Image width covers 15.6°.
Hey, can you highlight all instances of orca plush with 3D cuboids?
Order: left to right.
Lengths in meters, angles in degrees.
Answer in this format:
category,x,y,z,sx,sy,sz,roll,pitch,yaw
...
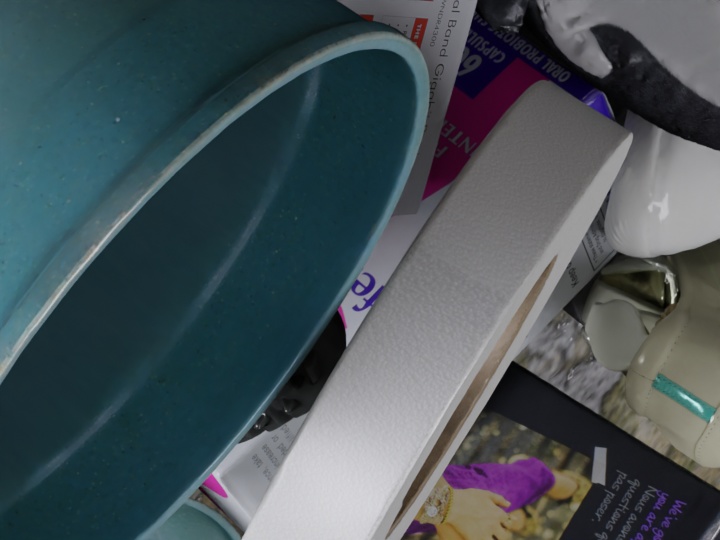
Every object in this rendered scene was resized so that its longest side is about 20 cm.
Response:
category,x,y,z,sx,sy,sz,roll,pitch,yaw
orca plush,0.100,-0.103,0.958,0.105,0.199,0.071,-57,179,-13

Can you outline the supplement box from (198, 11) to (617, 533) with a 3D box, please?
category,x,y,z,sx,sy,sz,roll,pitch,yaw
supplement box,0.000,0.000,0.997,0.200,0.101,0.103,-46,149,-9

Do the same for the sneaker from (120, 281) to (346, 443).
category,x,y,z,sx,sy,sz,roll,pitch,yaw
sneaker,-0.075,0.010,0.857,0.066,0.199,0.091,47,53,-29

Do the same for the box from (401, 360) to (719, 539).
category,x,y,z,sx,sy,sz,roll,pitch,yaw
box,0.053,0.106,1.073,0.106,0.200,0.122,-50,151,-14

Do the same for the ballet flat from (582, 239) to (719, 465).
category,x,y,z,sx,sy,sz,roll,pitch,yaw
ballet flat,0.120,0.022,1.041,0.070,0.069,0.200,-56,-174,9

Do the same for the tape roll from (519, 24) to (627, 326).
category,x,y,z,sx,sy,sz,roll,pitch,yaw
tape roll,0.137,-0.071,1.136,0.200,0.066,0.201,-33,144,-28

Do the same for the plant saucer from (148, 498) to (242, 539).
category,x,y,z,sx,sy,sz,roll,pitch,yaw
plant saucer,-0.135,0.151,1.019,0.199,0.036,0.201,-23,139,-21

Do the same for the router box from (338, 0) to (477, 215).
category,x,y,z,sx,sy,sz,roll,pitch,yaw
router box,-0.027,-0.116,0.853,0.179,0.049,0.201,-2,112,-52

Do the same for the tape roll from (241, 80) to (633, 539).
category,x,y,z,sx,sy,sz,roll,pitch,yaw
tape roll,0.021,0.033,0.850,0.203,0.037,0.203,-57,174,-9

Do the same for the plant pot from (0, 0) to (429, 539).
category,x,y,z,sx,sy,sz,roll,pitch,yaw
plant pot,-0.116,-0.033,0.698,0.200,0.188,0.200,-46,163,-18

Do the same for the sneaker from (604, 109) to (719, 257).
category,x,y,z,sx,sy,sz,roll,pitch,yaw
sneaker,0.167,-0.048,1.020,0.200,0.088,0.076,-26,128,-53
